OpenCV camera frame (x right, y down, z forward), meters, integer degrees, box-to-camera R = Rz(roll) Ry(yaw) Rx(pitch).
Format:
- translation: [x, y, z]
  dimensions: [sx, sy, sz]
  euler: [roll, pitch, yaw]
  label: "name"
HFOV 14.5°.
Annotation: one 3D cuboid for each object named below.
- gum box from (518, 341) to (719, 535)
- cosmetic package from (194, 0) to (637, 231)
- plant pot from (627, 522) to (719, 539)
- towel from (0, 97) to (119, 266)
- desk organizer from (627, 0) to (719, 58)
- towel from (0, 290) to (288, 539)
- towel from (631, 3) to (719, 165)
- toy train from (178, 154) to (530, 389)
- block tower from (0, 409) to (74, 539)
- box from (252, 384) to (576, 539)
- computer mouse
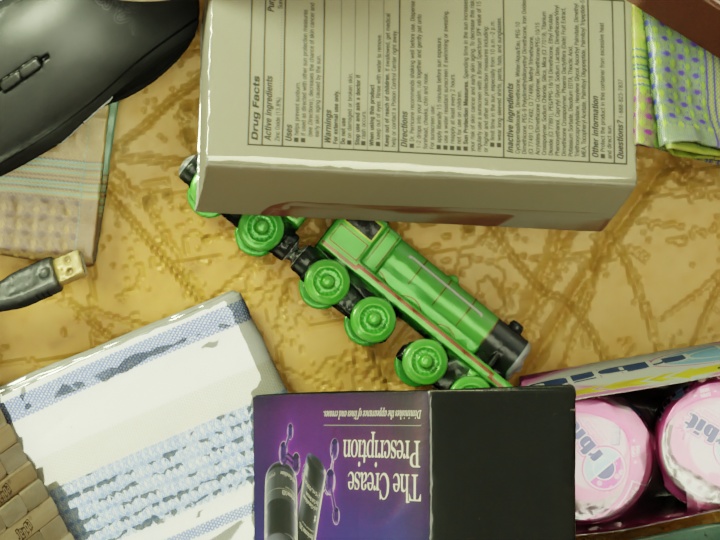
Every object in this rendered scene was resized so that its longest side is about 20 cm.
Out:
- translation: [0.169, 0.073, 1.342]
  dimensions: [0.199, 0.114, 0.067]
  euler: [-10, 94, 0]
  label: "gum box"
- translation: [0.024, -0.079, 1.324]
  dimensions: [0.199, 0.087, 0.104]
  euler: [4, 75, -6]
  label: "cosmetic package"
- translation: [0.135, 0.220, 1.321]
  dimensions: [0.199, 0.200, 0.189]
  euler: [-13, 82, 0]
  label: "plant pot"
- translation: [-0.186, -0.109, 1.375]
  dimensions: [0.146, 0.022, 0.201]
  euler: [7, 96, 0]
  label: "towel"
- translation: [0.194, -0.194, 1.266]
  dimensions: [0.077, 0.072, 0.201]
  euler: [31, 80, -1]
  label: "desk organizer"
- translation: [-0.087, 0.124, 1.390]
  dimensions: [0.146, 0.024, 0.201]
  euler: [-24, 96, -1]
  label: "towel"
- translation: [0.219, -0.109, 1.326]
  dimensions: [0.199, 0.023, 0.144]
  euler: [8, 71, -20]
  label: "towel"
- translation: [0.000, 0.000, 1.375]
  dimensions: [0.200, 0.042, 0.056]
  euler: [39, 82, -3]
  label: "toy train"
- translation: [-0.208, 0.072, 1.343]
  dimensions: [0.058, 0.054, 0.201]
  euler: [-20, 100, 38]
  label: "block tower"
- translation: [0.021, 0.124, 1.289]
  dimensions: [0.078, 0.200, 0.142]
  euler: [-2, 87, -24]
  label: "box"
- translation: [-0.154, -0.063, 1.345]
  dimensions: [0.199, 0.046, 0.141]
  euler: [-27, 94, 3]
  label: "computer mouse"
